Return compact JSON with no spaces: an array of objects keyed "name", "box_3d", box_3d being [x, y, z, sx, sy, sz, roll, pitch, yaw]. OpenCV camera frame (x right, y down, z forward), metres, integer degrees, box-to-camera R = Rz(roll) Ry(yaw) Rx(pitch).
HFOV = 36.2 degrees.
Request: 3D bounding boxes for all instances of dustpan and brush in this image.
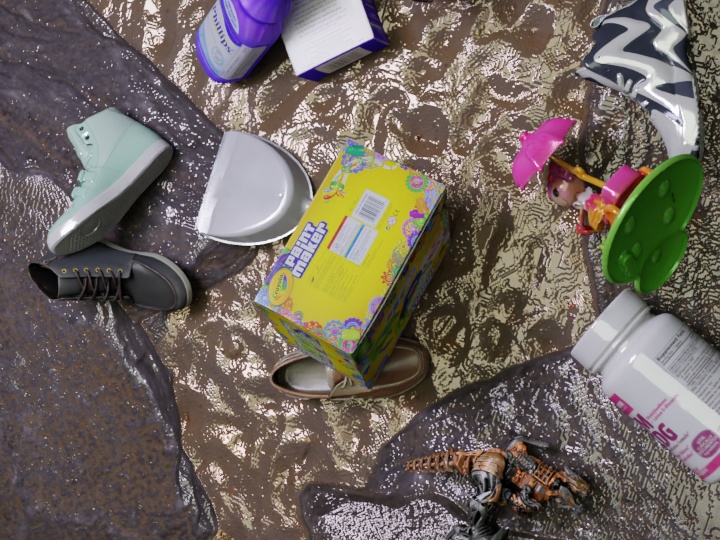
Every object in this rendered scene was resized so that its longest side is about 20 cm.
[{"name":"dustpan and brush","box_3d":[-0.089,-0.085,1.344,0.199,0.057,0.140,15,85,25]}]

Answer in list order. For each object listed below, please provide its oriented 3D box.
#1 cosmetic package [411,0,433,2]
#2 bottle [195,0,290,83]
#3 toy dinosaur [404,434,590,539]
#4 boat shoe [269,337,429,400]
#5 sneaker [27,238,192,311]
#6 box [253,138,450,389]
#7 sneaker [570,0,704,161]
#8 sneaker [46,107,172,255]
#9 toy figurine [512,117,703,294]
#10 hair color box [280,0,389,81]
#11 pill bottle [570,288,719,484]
[{"name":"cosmetic package","box_3d":[0.014,-0.389,1.210,0.200,0.071,0.105,37,113,13]},{"name":"bottle","box_3d":[-0.131,-0.294,1.284,0.200,0.065,0.084,-33,77,57]},{"name":"toy dinosaur","box_3d":[0.155,0.251,1.257,0.199,0.102,0.137,7,79,37]},{"name":"boat shoe","box_3d":[-0.016,0.123,1.308,0.199,0.072,0.076,-11,88,20]},{"name":"sneaker","box_3d":[-0.316,0.020,1.385,0.199,0.106,0.075,18,119,23]},{"name":"box","box_3d":[0.000,0.000,1.201,0.122,0.193,0.201,27,77,14]},{"name":"sneaker","box_3d":[0.295,-0.194,1.183,0.129,0.079,0.200,-8,89,21]},{"name":"sneaker","box_3d":[-0.346,-0.117,1.391,0.118,0.074,0.201,38,72,12]},{"name":"toy figurine","box_3d":[0.249,-0.084,1.179,0.150,0.200,0.184,-46,55,-6]},{"name":"hair color box","box_3d":[-0.054,-0.341,1.311,0.109,0.065,0.201,-22,86,20]},{"name":"pill bottle","box_3d":[0.329,0.119,1.163,0.200,0.113,0.114,42,104,14]}]
